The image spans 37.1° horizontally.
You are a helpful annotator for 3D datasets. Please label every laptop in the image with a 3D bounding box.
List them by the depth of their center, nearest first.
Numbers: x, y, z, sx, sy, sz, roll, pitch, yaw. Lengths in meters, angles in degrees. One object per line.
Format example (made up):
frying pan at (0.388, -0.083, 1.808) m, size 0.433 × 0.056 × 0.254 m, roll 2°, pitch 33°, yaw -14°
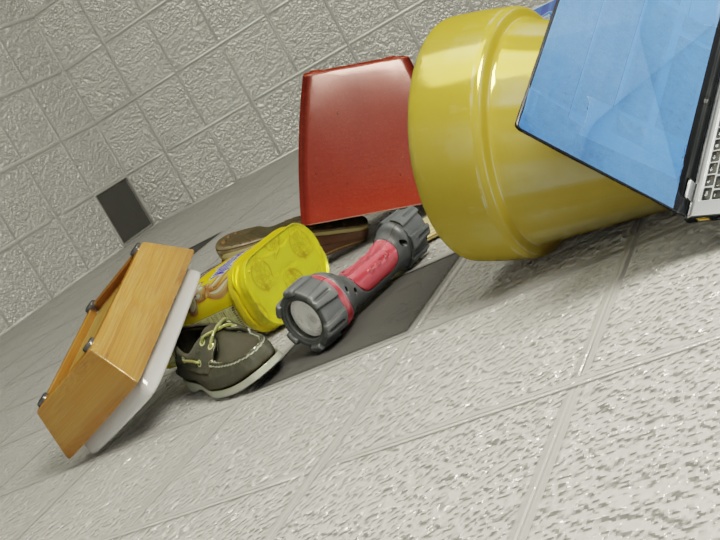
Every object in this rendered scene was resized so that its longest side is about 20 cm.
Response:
laptop at (0.232, -0.142, 0.687) m, size 0.198 × 0.116 × 0.189 m, roll -4°, pitch 54°, yaw 42°

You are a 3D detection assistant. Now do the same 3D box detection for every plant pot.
plant pot at (0.164, -0.112, 0.839) m, size 0.186 × 0.204 × 0.201 m, roll -3°, pitch 25°, yaw 34°
plant pot at (0.006, -0.176, 1.376) m, size 0.196 × 0.179 × 0.200 m, roll -10°, pitch 11°, yaw -1°

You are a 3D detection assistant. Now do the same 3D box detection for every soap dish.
soap dish at (-0.253, 0.077, 1.129) m, size 0.157 × 0.081 × 0.202 m, roll -43°, pitch 21°, yaw 36°

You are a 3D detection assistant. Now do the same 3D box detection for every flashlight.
flashlight at (0.000, 0.000, 1.052) m, size 0.067 × 0.069 × 0.200 m, roll -20°, pitch 16°, yaw 46°

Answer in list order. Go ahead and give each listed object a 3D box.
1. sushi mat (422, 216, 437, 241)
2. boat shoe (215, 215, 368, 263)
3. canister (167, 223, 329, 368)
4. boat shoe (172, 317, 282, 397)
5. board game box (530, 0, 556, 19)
sushi mat at (0.137, -0.080, 1.189) m, size 0.198 × 0.012 × 0.096 m, roll -28°, pitch 11°, yaw 14°
boat shoe at (-0.084, -0.027, 1.375) m, size 0.197 × 0.069 × 0.072 m, roll -13°, pitch 21°, yaw -3°
canister at (-0.151, 0.034, 1.254) m, size 0.198 × 0.087 × 0.148 m, roll -24°, pitch 12°, yaw 37°
boat shoe at (-0.142, 0.083, 1.076) m, size 0.072 × 0.061 × 0.201 m, roll -36°, pitch 12°, yaw -27°
board game box at (0.270, -0.188, 0.903) m, size 0.199 × 0.196 × 0.044 m, roll -7°, pitch 68°, yaw 64°
